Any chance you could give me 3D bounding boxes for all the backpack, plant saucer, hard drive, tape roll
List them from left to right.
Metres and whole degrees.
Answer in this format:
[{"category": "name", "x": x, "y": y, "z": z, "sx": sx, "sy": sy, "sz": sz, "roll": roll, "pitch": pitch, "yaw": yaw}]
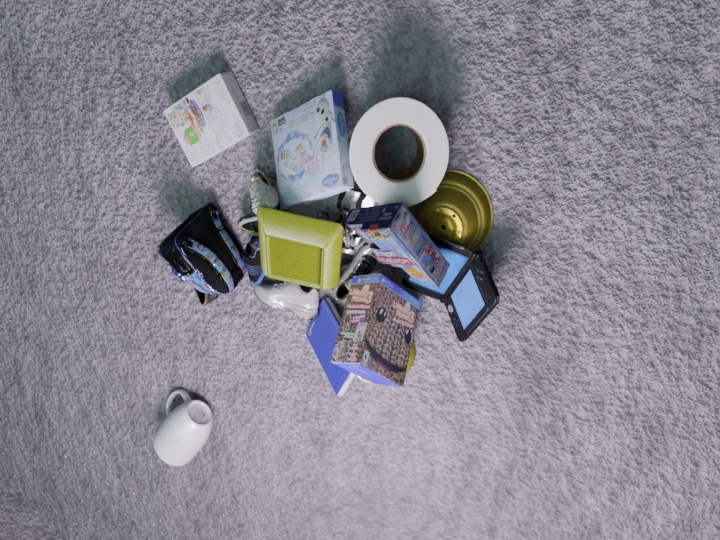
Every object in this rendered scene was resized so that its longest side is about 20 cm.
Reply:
[{"category": "backpack", "x": -0.392, "y": -0.035, "z": 1.429, "sx": 0.132, "sy": 0.185, "sz": 0.202, "roll": -20, "pitch": 118, "yaw": 36}, {"category": "plant saucer", "x": -0.140, "y": -0.034, "z": 1.247, "sx": 0.192, "sy": 0.049, "sz": 0.204, "roll": 12, "pitch": 138, "yaw": 4}, {"category": "hard drive", "x": -0.070, "y": 0.191, "z": 1.414, "sx": 0.202, "sy": 0.025, "sz": 0.134, "roll": 57, "pitch": 131, "yaw": 36}, {"category": "tape roll", "x": 0.074, "y": -0.241, "z": 1.129, "sx": 0.194, "sy": 0.140, "sz": 0.211, "roll": 0, "pitch": 106, "yaw": -1}]

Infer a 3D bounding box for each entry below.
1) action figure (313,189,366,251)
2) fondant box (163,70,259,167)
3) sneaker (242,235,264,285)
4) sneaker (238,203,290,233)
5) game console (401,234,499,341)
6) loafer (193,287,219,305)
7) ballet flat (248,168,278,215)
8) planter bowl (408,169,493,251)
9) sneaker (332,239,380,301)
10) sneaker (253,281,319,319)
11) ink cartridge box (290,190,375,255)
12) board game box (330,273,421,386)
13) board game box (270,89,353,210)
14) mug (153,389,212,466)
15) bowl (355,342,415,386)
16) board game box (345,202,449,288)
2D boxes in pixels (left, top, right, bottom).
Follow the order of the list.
[{"category": "action figure", "x": -0.048, "y": -0.107, "z": 1.263, "sx": 0.116, "sy": 0.102, "sz": 0.205, "roll": 25, "pitch": 117, "yaw": 4}, {"category": "fondant box", "x": -0.355, "y": -0.357, "z": 1.330, "sx": 0.195, "sy": 0.058, "sz": 0.148, "roll": -20, "pitch": 105, "yaw": 27}, {"category": "sneaker", "x": -0.260, "y": -0.029, "z": 1.398, "sx": 0.076, "sy": 0.072, "sz": 0.200, "roll": 30, "pitch": 149, "yaw": -11}, {"category": "sneaker", "x": -0.231, "y": -0.103, "z": 1.355, "sx": 0.196, "sy": 0.070, "sz": 0.086, "roll": -10, "pitch": 98, "yaw": 49}, {"category": "game console", "x": 0.190, "y": 0.044, "z": 1.218, "sx": 0.114, "sy": 0.176, "sz": 0.202, "roll": -7, "pitch": 150, "yaw": -20}, {"category": "loafer", "x": -0.445, "y": -0.004, "z": 1.522, "sx": 0.070, "sy": 0.063, "sz": 0.206, "roll": -13, "pitch": 108, "yaw": 25}, {"category": "ballet flat", "x": -0.231, "y": -0.184, "z": 1.281, "sx": 0.069, "sy": 0.201, "sz": 0.074, "roll": -5, "pitch": 115, "yaw": -11}, {"category": "planter bowl", "x": 0.186, "y": -0.106, "z": 1.213, "sx": 0.193, "sy": 0.084, "sz": 0.208, "roll": 8, "pitch": 116, "yaw": 17}, {"category": "sneaker", "x": 0.000, "y": 0.000, "z": 1.328, "sx": 0.073, "sy": 0.081, "sz": 0.200, "roll": 29, "pitch": 126, "yaw": -22}, {"category": "sneaker", "x": -0.188, "y": 0.061, "z": 1.456, "sx": 0.193, "sy": 0.074, "sz": 0.091, "roll": 16, "pitch": 96, "yaw": 16}, {"category": "ink cartridge box", "x": -0.071, "y": -0.135, "z": 1.334, "sx": 0.192, "sy": 0.051, "sz": 0.166, "roll": 13, "pitch": 118, "yaw": -3}, {"category": "board game box", "x": 0.039, "y": 0.137, "z": 1.269, "sx": 0.095, "sy": 0.207, "sz": 0.158, "roll": -6, "pitch": 152, "yaw": 45}, {"category": "board game box", "x": -0.109, "y": -0.255, "z": 1.218, "sx": 0.195, "sy": 0.043, "sz": 0.208, "roll": -12, "pitch": 82, "yaw": 39}, {"category": "mug", "x": -0.552, "y": 0.472, "z": 1.749, "sx": 0.176, "sy": 0.145, "sz": 0.203, "roll": -47, "pitch": 62, "yaw": 26}, {"category": "bowl", "x": 0.034, "y": 0.216, "z": 1.406, "sx": 0.192, "sy": 0.108, "sz": 0.208, "roll": 8, "pitch": 116, "yaw": 17}, {"category": "board game box", "x": 0.080, "y": -0.046, "z": 1.146, "sx": 0.199, "sy": 0.063, "sz": 0.198, "roll": 41, "pitch": 162, "yaw": -26}]
